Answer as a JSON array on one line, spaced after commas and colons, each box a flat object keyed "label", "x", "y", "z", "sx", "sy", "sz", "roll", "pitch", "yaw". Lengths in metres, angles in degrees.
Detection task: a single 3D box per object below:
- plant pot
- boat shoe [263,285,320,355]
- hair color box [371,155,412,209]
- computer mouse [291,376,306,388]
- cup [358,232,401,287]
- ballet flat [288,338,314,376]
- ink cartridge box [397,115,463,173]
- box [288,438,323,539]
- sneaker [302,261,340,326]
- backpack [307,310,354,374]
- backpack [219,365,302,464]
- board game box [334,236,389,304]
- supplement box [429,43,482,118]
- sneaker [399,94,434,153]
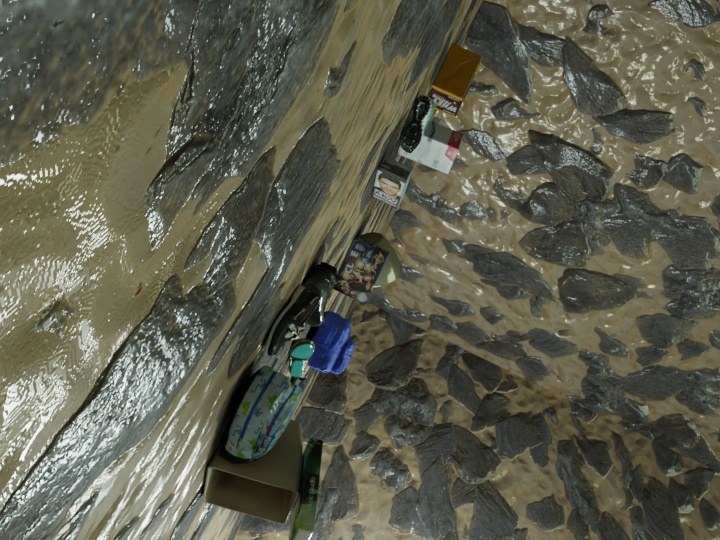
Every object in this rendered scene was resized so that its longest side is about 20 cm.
[{"label": "plant pot", "x": -0.231, "y": 0.435, "z": 1.407, "sx": 0.200, "sy": 0.199, "sz": 0.178, "roll": 111, "pitch": -6, "yaw": -47}, {"label": "boat shoe", "x": -0.147, "y": 0.115, "z": 1.337, "sx": 0.200, "sy": 0.060, "sz": 0.074, "roll": -61, "pitch": 176, "yaw": -49}, {"label": "hair color box", "x": 0.098, "y": -0.279, "z": 1.964, "sx": 0.061, "sy": 0.099, "sz": 0.200, "roll": -63, "pitch": 176, "yaw": -18}, {"label": "computer mouse", "x": -0.232, "y": 0.397, "z": 2.240, "sx": 0.200, "sy": 0.046, "sz": 0.141, "roll": 2, "pitch": 108, "yaw": -81}, {"label": "cup", "x": 0.043, "y": -0.053, "z": 2.233, "sx": 0.201, "sy": 0.199, "sz": 0.144, "roll": -60, "pitch": 146, "yaw": -53}, {"label": "ballet flat", "x": -0.178, "y": 0.242, "z": 1.823, "sx": 0.201, "sy": 0.070, "sz": 0.071, "roll": 110, "pitch": 6, "yaw": -49}, {"label": "ink cartridge box", "x": 0.248, "y": -0.449, "z": 2.187, "sx": 0.146, "sy": 0.199, "sz": 0.085, "roll": 110, "pitch": 1, "yaw": -60}, {"label": "box", "x": -0.119, "y": 0.486, "z": 1.322, "sx": 0.201, "sy": 0.036, "sz": 0.145, "roll": -88, "pitch": -167, "yaw": -45}, {"label": "sneaker", "x": -0.100, "y": 0.057, "z": 1.525, "sx": 0.114, "sy": 0.076, "sz": 0.200, "roll": -54, "pitch": 166, "yaw": -36}, {"label": "backpack", "x": -0.102, "y": 0.251, "z": 2.150, "sx": 0.163, "sy": 0.167, "sz": 0.201, "roll": 144, "pitch": -32, "yaw": -83}, {"label": "backpack", "x": -0.202, "y": 0.291, "z": 1.271, "sx": 0.163, "sy": 0.153, "sz": 0.201, "roll": -48, "pitch": 151, "yaw": -55}, {"label": "board game box", "x": 0.000, "y": 0.000, "z": 2.148, "sx": 0.035, "sy": 0.135, "sz": 0.201, "roll": -50, "pitch": 164, "yaw": -76}, {"label": "supplement box", "x": 0.382, "y": -0.770, "z": 2.512, "sx": 0.200, "sy": 0.132, "sz": 0.198, "roll": 85, "pitch": 30, "yaw": -82}, {"label": "sneaker", "x": 0.201, "y": -0.488, "z": 2.067, "sx": 0.090, "sy": 0.078, "sz": 0.201, "roll": -25, "pitch": 144, "yaw": -58}]
